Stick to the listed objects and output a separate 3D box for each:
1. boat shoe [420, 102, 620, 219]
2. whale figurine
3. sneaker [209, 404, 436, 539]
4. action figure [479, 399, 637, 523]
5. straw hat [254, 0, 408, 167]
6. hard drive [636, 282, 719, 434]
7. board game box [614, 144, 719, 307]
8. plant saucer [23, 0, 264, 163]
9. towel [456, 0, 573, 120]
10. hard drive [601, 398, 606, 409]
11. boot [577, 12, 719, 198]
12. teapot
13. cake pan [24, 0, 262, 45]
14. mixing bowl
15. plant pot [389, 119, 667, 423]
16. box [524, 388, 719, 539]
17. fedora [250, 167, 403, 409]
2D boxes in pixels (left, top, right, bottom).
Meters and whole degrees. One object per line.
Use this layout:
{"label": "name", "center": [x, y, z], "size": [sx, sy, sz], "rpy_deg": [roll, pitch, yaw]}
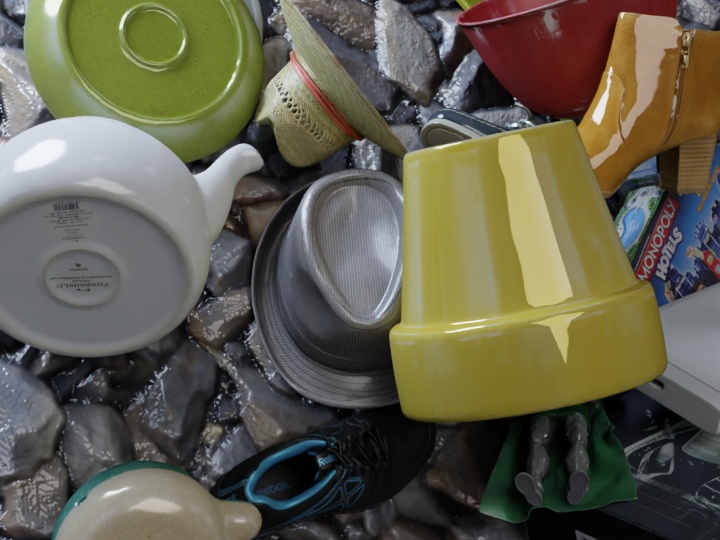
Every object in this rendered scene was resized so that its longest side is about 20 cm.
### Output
{"label": "boat shoe", "center": [0.145, -0.096, 1.302], "size": [0.199, 0.075, 0.062], "rpy_deg": [25, 66, -13]}
{"label": "whale figurine", "center": [-0.136, 0.223, 1.081], "size": [0.159, 0.104, 0.200], "rpy_deg": [-45, 114, -2]}
{"label": "sneaker", "center": [-0.018, 0.154, 1.148], "size": [0.199, 0.082, 0.074], "rpy_deg": [-21, 79, -27]}
{"label": "action figure", "center": [0.157, 0.112, 1.173], "size": [0.117, 0.055, 0.201], "rpy_deg": [-3, 30, 12]}
{"label": "straw hat", "center": [-0.039, -0.131, 1.212], "size": [0.085, 0.201, 0.202], "rpy_deg": [-37, 87, 5]}
{"label": "hard drive", "center": [0.297, 0.061, 1.193], "size": [0.199, 0.027, 0.132], "rpy_deg": [-18, 35, -37]}
{"label": "board game box", "center": [0.276, -0.042, 1.305], "size": [0.200, 0.061, 0.201], "rpy_deg": [44, 61, -25]}
{"label": "plant saucer", "center": [-0.168, -0.183, 1.194], "size": [0.198, 0.031, 0.202], "rpy_deg": [7, 69, -19]}
{"label": "towel", "center": [0.153, -0.233, 1.385], "size": [0.086, 0.018, 0.200], "rpy_deg": [-41, 89, -28]}
{"label": "hard drive", "center": [0.123, 0.042, 1.269], "size": [0.198, 0.033, 0.141], "rpy_deg": [18, 66, -15]}
{"label": "boot", "center": [0.201, -0.133, 1.194], "size": [0.199, 0.071, 0.146], "rpy_deg": [-3, 99, -20]}
{"label": "teapot", "center": [-0.205, -0.043, 1.107], "size": [0.199, 0.197, 0.147], "rpy_deg": [31, 33, -29]}
{"label": "cake pan", "center": [-0.181, -0.207, 1.236], "size": [0.198, 0.037, 0.202], "rpy_deg": [7, 70, -19]}
{"label": "mixing bowl", "center": [0.193, -0.200, 1.295], "size": [0.199, 0.200, 0.109], "rpy_deg": [-28, 108, -27]}
{"label": "plant pot", "center": [0.109, -0.004, 1.083], "size": [0.199, 0.200, 0.191], "rpy_deg": [-13, 94, -24]}
{"label": "box", "center": [0.262, 0.185, 1.165], "size": [0.196, 0.199, 0.125], "rpy_deg": [-27, 113, -27]}
{"label": "fedora", "center": [0.000, 0.000, 1.182], "size": [0.175, 0.090, 0.202], "rpy_deg": [2, 67, -2]}
